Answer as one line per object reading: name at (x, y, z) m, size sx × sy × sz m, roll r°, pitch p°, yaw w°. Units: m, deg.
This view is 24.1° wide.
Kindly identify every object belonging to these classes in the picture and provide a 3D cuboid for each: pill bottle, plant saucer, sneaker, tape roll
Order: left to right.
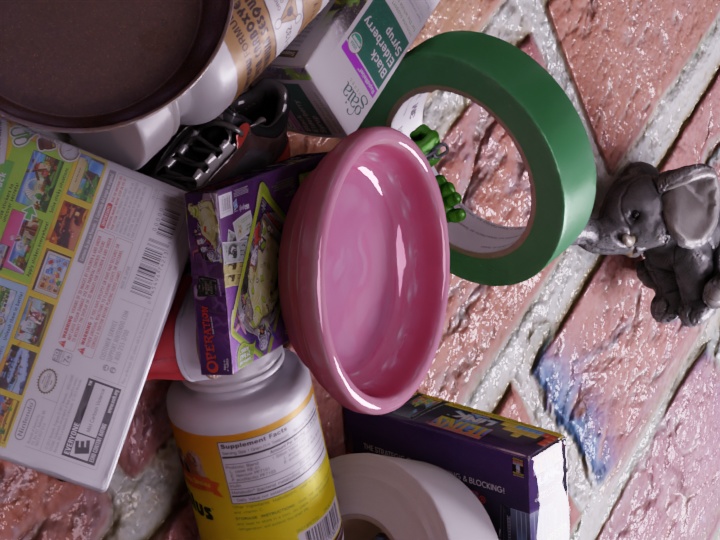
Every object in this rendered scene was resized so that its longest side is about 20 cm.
plant saucer at (-0.178, -0.176, 1.041) m, size 0.198 × 0.034 × 0.202 m, roll 3°, pitch 76°, yaw -10°
sneaker at (-0.137, 0.017, 1.194) m, size 0.200 × 0.111 × 0.072 m, roll -70°, pitch 149°, yaw -62°
pill bottle at (-0.116, -0.164, 1.132) m, size 0.200 × 0.114 × 0.115 m, roll -50°, pitch 132°, yaw -29°
sneaker at (-0.114, -0.077, 1.169) m, size 0.200 × 0.077 × 0.082 m, roll -48°, pitch 162°, yaw -45°
pill bottle at (-0.081, 0.132, 1.252) m, size 0.109 × 0.109 × 0.202 m, roll -34°, pitch 123°, yaw -40°
plant saucer at (0.000, 0.000, 1.194) m, size 0.200 × 0.050 × 0.203 m, roll -3°, pitch 93°, yaw -61°
tape roll at (0.014, 0.247, 1.322) m, size 0.071 × 0.201 × 0.205 m, roll 16°, pitch 87°, yaw -50°
tape roll at (0.090, -0.087, 1.328) m, size 0.048 × 0.199 × 0.202 m, roll -37°, pitch 126°, yaw -38°

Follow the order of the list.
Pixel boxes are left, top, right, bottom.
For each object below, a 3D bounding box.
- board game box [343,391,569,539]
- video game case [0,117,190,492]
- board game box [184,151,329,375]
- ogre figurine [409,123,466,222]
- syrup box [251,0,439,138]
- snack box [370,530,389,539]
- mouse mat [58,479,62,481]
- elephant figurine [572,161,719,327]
board game box at (0.078, 0.197, 1.386) m, size 0.056 × 0.199 × 0.167 m, roll -23°, pitch 116°, yaw -43°
video game case at (-0.213, 0.017, 1.067) m, size 0.181 × 0.023 × 0.202 m, roll 21°, pitch 82°, yaw -18°
board game box at (-0.062, -0.010, 1.162) m, size 0.200 × 0.032 × 0.121 m, roll -27°, pitch 111°, yaw -67°
ogre figurine at (0.008, -0.010, 1.333) m, size 0.119 × 0.098 × 0.200 m, roll -30°, pitch 164°, yaw -34°
syrup box at (-0.004, -0.202, 1.282) m, size 0.201 × 0.081 × 0.079 m, roll -59°, pitch 135°, yaw -24°
snack box at (0.049, 0.247, 1.363) m, size 0.024 × 0.199 × 0.073 m, roll -1°, pitch 101°, yaw -47°
mouse mat at (-0.216, 0.034, 1.148) m, size 0.200 × 0.007 × 0.162 m, roll 47°, pitch 63°, yaw -44°
elephant figurine at (0.295, -0.051, 1.649) m, size 0.200 × 0.141 × 0.156 m, roll 47°, pitch 34°, yaw -27°
